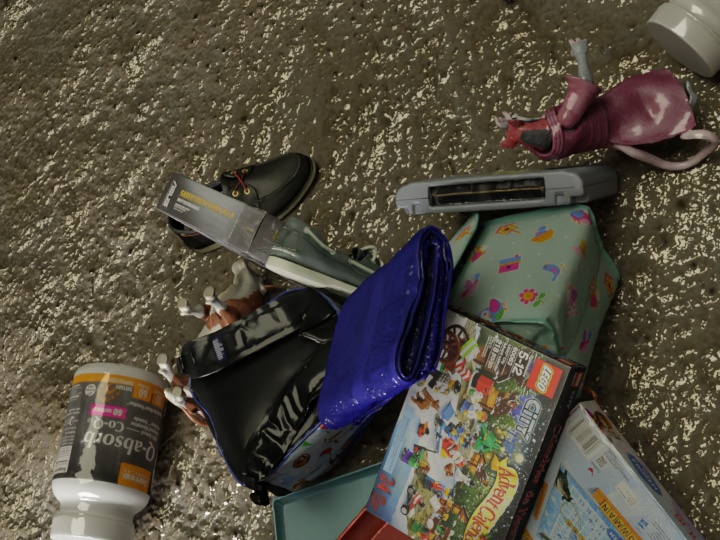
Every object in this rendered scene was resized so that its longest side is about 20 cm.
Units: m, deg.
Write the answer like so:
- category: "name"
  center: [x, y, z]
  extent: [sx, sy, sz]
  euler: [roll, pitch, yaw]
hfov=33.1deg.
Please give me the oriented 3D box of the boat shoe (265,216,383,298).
- category: "boat shoe"
  center: [0.000, 0.000, 1.261]
  extent: [0.073, 0.199, 0.062]
  euler: [1, 74, 65]

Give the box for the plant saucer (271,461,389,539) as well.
- category: "plant saucer"
  center: [-0.005, 0.245, 1.261]
  extent: [0.199, 0.019, 0.070]
  euler: [-23, 58, 25]

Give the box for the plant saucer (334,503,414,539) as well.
- category: "plant saucer"
  center: [0.031, 0.345, 1.167]
  extent: [0.200, 0.037, 0.200]
  euler: [-50, 56, 5]

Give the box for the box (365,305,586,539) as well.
- category: "box"
  center: [0.097, 0.148, 1.056]
  extent: [0.136, 0.038, 0.201]
  euler: [25, 100, 32]

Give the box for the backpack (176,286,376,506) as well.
- category: "backpack"
  center: [-0.065, 0.122, 1.276]
  extent: [0.190, 0.154, 0.200]
  euler: [-44, 60, 16]

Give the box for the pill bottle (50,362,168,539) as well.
- category: "pill bottle"
  center: [-0.294, 0.218, 1.410]
  extent: [0.116, 0.116, 0.201]
  euler: [-7, 65, 32]

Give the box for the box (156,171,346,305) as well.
- category: "box"
  center: [-0.106, -0.032, 1.343]
  extent: [0.158, 0.200, 0.049]
  euler: [23, 85, 40]

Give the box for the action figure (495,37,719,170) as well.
- category: "action figure"
  center: [0.222, -0.136, 1.192]
  extent: [0.150, 0.199, 0.134]
  euler: [64, 154, 19]

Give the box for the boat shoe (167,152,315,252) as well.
- category: "boat shoe"
  center: [-0.147, -0.089, 1.489]
  extent: [0.201, 0.063, 0.074]
  euler: [-27, 54, 20]

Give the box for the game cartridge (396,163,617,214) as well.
- category: "game cartridge"
  center: [0.152, -0.083, 1.234]
  extent: [0.199, 0.133, 0.041]
  euler: [-2, 93, 29]

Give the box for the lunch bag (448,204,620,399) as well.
- category: "lunch bag"
  center: [0.129, 0.032, 1.174]
  extent: [0.199, 0.122, 0.171]
  euler: [-4, 40, 34]

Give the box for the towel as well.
- category: "towel"
  center: [0.025, 0.060, 1.106]
  extent: [0.200, 0.049, 0.149]
  euler: [139, 149, -60]

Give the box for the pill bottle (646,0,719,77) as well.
- category: "pill bottle"
  center: [0.378, -0.295, 1.189]
  extent: [0.200, 0.113, 0.113]
  euler: [-50, 50, 4]

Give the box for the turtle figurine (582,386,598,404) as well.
- category: "turtle figurine"
  center: [0.170, 0.217, 1.123]
  extent: [0.200, 0.064, 0.162]
  euler: [-37, 60, 4]

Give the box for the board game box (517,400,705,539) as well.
- category: "board game box"
  center: [0.187, 0.252, 1.042]
  extent: [0.200, 0.041, 0.200]
  euler: [-45, 67, 22]

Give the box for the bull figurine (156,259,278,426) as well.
- category: "bull figurine"
  center: [-0.163, 0.078, 1.390]
  extent: [0.065, 0.121, 0.201]
  euler: [7, 78, 35]
